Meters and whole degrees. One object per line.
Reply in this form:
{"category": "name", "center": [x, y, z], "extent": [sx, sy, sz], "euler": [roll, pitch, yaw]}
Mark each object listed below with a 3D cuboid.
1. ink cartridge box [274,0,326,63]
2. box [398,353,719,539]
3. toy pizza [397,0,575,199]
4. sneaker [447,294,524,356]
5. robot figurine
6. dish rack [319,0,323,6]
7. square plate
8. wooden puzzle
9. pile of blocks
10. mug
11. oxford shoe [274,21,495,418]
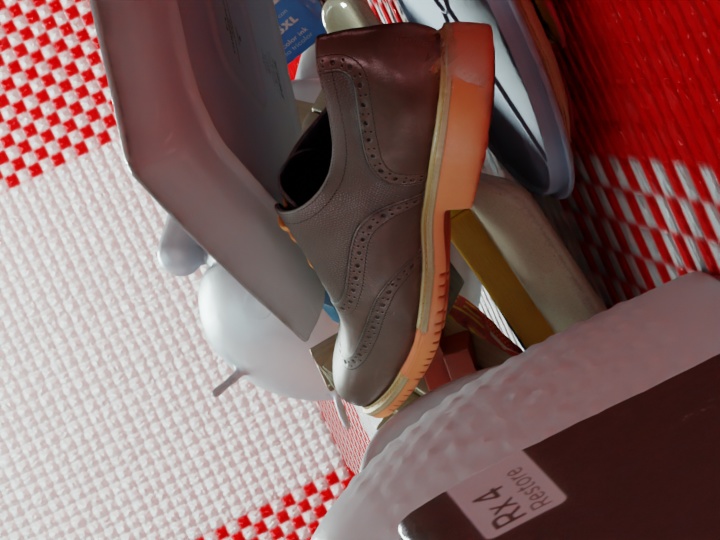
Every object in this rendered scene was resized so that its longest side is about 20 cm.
{"category": "ink cartridge box", "center": [-0.110, -0.185, 1.222], "extent": [0.200, 0.067, 0.116], "euler": [40, -163, -47]}
{"category": "box", "center": [0.134, 0.132, 0.581], "extent": [0.166, 0.164, 0.200], "euler": [-132, 17, -71]}
{"category": "toy pizza", "center": [0.041, -0.121, 0.970], "extent": [0.200, 0.032, 0.200], "euler": [61, 175, 9]}
{"category": "sneaker", "center": [0.071, 0.077, 1.156], "extent": [0.200, 0.073, 0.077], "euler": [52, -161, -32]}
{"category": "robot figurine", "center": [-0.017, -0.019, 1.256], "extent": [0.113, 0.169, 0.200], "euler": [70, -149, -64]}
{"category": "dish rack", "center": [-0.088, -0.230, 1.539], "extent": [0.153, 0.054, 0.200], "euler": [151, 96, -82]}
{"category": "square plate", "center": [-0.062, -0.093, 0.961], "extent": [0.198, 0.028, 0.200], "euler": [47, -153, -63]}
{"category": "wooden puzzle", "center": [0.056, -0.017, 1.087], "extent": [0.185, 0.037, 0.200], "euler": [54, 180, -36]}
{"category": "pile of blocks", "center": [0.000, 0.000, 1.071], "extent": [0.200, 0.082, 0.062], "euler": [60, -175, 30]}
{"category": "mug", "center": [0.070, 0.092, 0.916], "extent": [0.148, 0.175, 0.200], "euler": [68, 173, -29]}
{"category": "oxford shoe", "center": [0.001, -0.020, 0.945], "extent": [0.071, 0.073, 0.200], "euler": [-90, 8, -46]}
